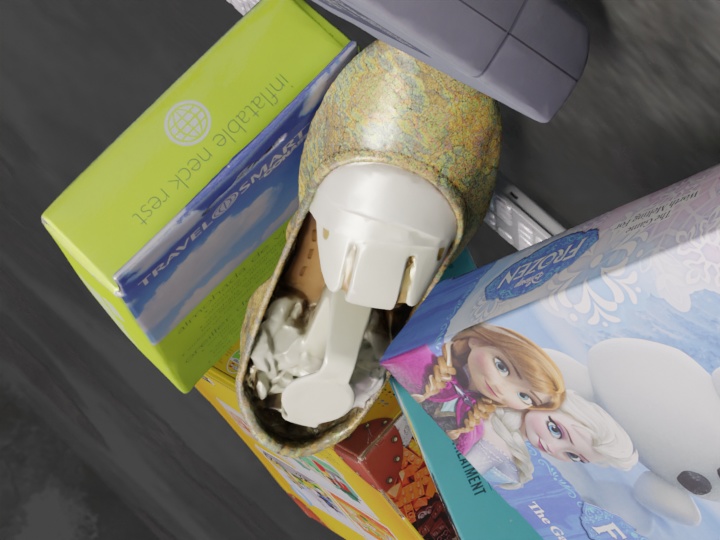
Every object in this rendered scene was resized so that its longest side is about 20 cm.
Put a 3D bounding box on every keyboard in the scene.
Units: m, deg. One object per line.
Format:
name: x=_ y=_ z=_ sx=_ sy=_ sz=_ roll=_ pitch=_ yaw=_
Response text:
keyboard: x=0.013 y=-0.056 z=0.942 sx=0.200 sy=0.011 sz=0.056 roll=41 pitch=167 yaw=12

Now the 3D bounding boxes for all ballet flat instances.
ballet flat: x=0.000 y=0.000 z=0.880 sx=0.071 sy=0.071 sz=0.200 roll=41 pitch=141 yaw=12

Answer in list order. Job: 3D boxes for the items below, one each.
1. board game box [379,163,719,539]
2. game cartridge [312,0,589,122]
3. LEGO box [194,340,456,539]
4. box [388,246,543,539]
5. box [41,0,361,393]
board game box: x=0.133 y=0.061 z=0.713 sx=0.200 sy=0.043 sz=0.199 roll=47 pitch=144 yaw=-13
game cartridge: x=-0.029 y=-0.108 z=0.707 sx=0.200 sy=0.042 sz=0.133 roll=29 pitch=179 yaw=-37
LEGO box: x=0.012 y=0.084 z=1.245 sx=0.200 sy=0.077 sz=0.149 roll=25 pitch=158 yaw=55
box: x=0.049 y=0.070 z=0.966 sx=0.082 sy=0.049 sz=0.200 roll=67 pitch=180 yaw=-61
box: x=-0.050 y=-0.027 z=0.932 sx=0.048 sy=0.122 sz=0.200 roll=43 pitch=172 yaw=12
